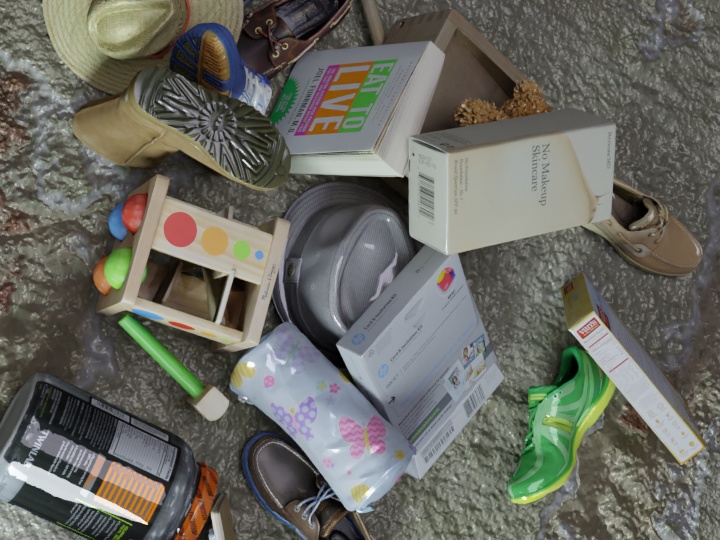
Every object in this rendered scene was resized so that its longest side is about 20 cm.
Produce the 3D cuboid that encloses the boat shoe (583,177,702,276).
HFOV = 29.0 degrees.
[{"bbox_3d":[0.321,-0.052,1.602,0.199,0.064,0.072,26,74,-18],"label":"boat shoe"}]

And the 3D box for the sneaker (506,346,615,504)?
[{"bbox_3d":[0.205,0.169,1.523,0.084,0.074,0.201,42,60,-16],"label":"sneaker"}]

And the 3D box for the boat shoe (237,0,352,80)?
[{"bbox_3d":[-0.088,-0.248,1.449,0.200,0.070,0.071,-42,101,-21],"label":"boat shoe"}]

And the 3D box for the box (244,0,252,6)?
[{"bbox_3d":[-0.118,-0.390,1.434,0.200,0.105,0.185,-39,99,-22],"label":"box"}]

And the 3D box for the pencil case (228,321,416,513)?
[{"bbox_3d":[-0.039,0.145,1.379,0.200,0.083,0.091,44,71,11],"label":"pencil case"}]

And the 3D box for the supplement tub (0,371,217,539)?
[{"bbox_3d":[-0.241,0.188,1.298,0.199,0.122,0.123,30,73,-18],"label":"supplement tub"}]

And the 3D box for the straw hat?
[{"bbox_3d":[-0.215,-0.243,1.331,0.199,0.085,0.203,1,110,1],"label":"straw hat"}]

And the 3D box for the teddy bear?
[{"bbox_3d":[0.130,-0.111,1.404,0.199,0.067,0.147,-17,104,-33],"label":"teddy bear"}]

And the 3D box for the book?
[{"bbox_3d":[-0.013,-0.163,1.400,0.048,0.199,0.135,36,69,-36],"label":"book"}]

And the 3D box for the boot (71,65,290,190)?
[{"bbox_3d":[-0.172,-0.125,1.325,0.175,0.200,0.067,35,71,-18],"label":"boot"}]

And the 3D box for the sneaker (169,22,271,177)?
[{"bbox_3d":[-0.131,-0.183,1.366,0.075,0.201,0.088,40,64,18],"label":"sneaker"}]

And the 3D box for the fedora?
[{"bbox_3d":[0.000,0.000,1.442,0.176,0.090,0.202,22,75,-20],"label":"fedora"}]

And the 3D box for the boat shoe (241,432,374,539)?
[{"bbox_3d":[-0.038,0.242,1.405,0.200,0.072,0.072,48,70,-11],"label":"boat shoe"}]

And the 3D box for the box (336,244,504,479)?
[{"bbox_3d":[0.066,0.094,1.429,0.156,0.041,0.201,-47,137,-23],"label":"box"}]

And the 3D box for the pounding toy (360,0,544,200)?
[{"bbox_3d":[0.066,-0.186,1.484,0.200,0.142,0.185,37,71,-30],"label":"pounding toy"}]

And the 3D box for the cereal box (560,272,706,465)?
[{"bbox_3d":[0.297,0.105,1.535,0.039,0.144,0.200,-38,100,14],"label":"cereal box"}]

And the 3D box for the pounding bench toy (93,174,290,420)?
[{"bbox_3d":[-0.181,0.030,1.342,0.155,0.124,0.202,19,77,-20],"label":"pounding bench toy"}]

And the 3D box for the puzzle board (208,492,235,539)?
[{"bbox_3d":[-0.120,0.320,1.324,0.017,0.151,0.202,-10,88,-3],"label":"puzzle board"}]

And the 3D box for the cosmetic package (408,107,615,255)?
[{"bbox_3d":[0.147,-0.089,1.347,0.198,0.073,0.105,-13,114,-27],"label":"cosmetic package"}]
